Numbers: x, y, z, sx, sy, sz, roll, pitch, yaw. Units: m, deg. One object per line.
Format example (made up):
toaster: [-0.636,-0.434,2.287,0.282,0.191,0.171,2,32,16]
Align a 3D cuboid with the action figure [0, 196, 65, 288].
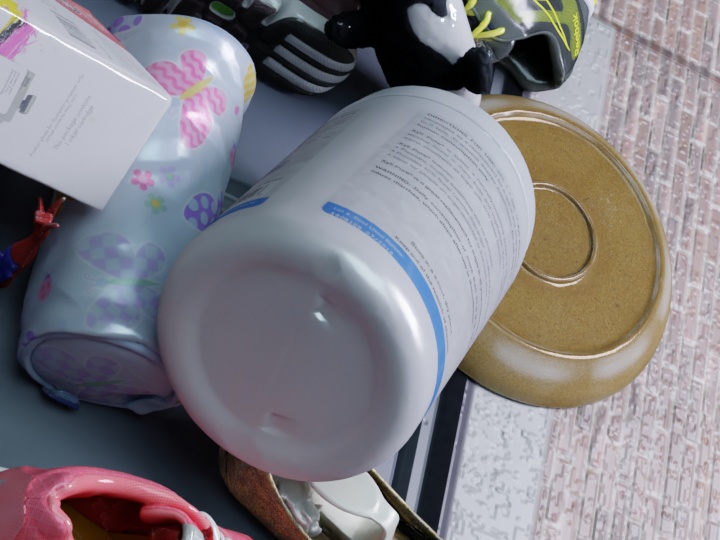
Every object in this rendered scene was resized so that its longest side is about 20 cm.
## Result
action figure: [-0.190,0.032,0.720,0.065,0.099,0.201,18,58,-21]

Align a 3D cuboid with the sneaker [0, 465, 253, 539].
sneaker: [-0.088,0.135,0.708,0.200,0.087,0.074,26,57,-40]

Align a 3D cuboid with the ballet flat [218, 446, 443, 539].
ballet flat: [0.013,0.141,0.793,0.200,0.071,0.071,44,55,-4]

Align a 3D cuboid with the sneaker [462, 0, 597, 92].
sneaker: [0.069,-0.172,0.943,0.199,0.074,0.085,22,65,-35]

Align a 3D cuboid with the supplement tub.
supplement tub: [0.000,0.000,0.773,0.132,0.132,0.200,46,32,-2]

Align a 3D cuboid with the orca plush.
orca plush: [0.018,-0.135,0.848,0.071,0.200,0.106,-27,71,-6]

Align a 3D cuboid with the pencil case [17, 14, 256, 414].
pencil case: [-0.107,-0.031,0.798,0.090,0.083,0.201,25,58,-30]

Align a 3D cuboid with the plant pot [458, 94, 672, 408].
plant pot: [0.106,-0.019,0.939,0.199,0.027,0.201,12,62,-23]

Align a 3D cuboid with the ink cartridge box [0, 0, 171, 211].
ink cartridge box: [-0.195,-0.113,0.711,0.200,0.068,0.116,28,12,-40]

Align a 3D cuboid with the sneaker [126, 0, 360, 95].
sneaker: [-0.078,-0.193,0.902,0.200,0.076,0.116,35,50,-22]
